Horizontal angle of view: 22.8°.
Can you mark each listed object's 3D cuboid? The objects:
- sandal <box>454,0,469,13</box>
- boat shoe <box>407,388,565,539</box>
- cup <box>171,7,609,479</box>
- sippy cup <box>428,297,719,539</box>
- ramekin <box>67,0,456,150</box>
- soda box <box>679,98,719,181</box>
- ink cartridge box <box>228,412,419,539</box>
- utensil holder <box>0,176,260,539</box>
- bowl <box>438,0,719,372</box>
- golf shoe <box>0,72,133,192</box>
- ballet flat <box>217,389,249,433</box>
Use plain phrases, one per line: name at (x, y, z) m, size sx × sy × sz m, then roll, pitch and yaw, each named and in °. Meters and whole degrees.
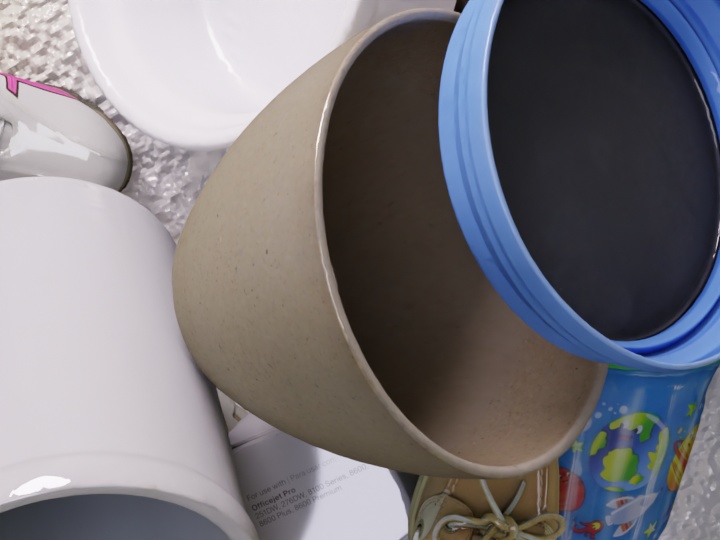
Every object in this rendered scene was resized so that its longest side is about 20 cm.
sandal at (0.088, -0.101, 0.934) m, size 0.199 × 0.054 × 0.081 m, roll 35°, pitch 98°, yaw -13°
boat shoe at (0.054, 0.156, 0.826) m, size 0.073 × 0.063 × 0.201 m, roll 10°, pitch 90°, yaw -6°
cup at (0.000, 0.000, 0.796) m, size 0.143 × 0.200 × 0.201 m, roll -14°, pitch 97°, yaw 42°
sippy cup at (0.116, 0.072, 0.912) m, size 0.177 × 0.140 × 0.131 m, roll 10°, pitch 106°, yaw 12°
ramekin at (-0.045, -0.158, 0.885) m, size 0.200 × 0.097 × 0.202 m, roll 0°, pitch 90°, yaw 38°
soda box at (0.158, -0.048, 0.890) m, size 0.199 × 0.068 × 0.064 m, roll 28°, pitch 95°, yaw -13°
ink cartridge box at (0.014, 0.152, 0.932) m, size 0.084 × 0.145 × 0.201 m, roll -25°, pitch 94°, yaw 10°
utensil holder at (-0.145, 0.080, 0.834) m, size 0.169 × 0.201 × 0.171 m, roll -10°, pitch 135°, yaw -10°
bowl at (0.115, -0.054, 0.782) m, size 0.039 × 0.200 × 0.202 m, roll -15°, pitch 98°, yaw 50°
golf shoe at (-0.222, -0.078, 0.963) m, size 0.199 × 0.092 × 0.073 m, roll 19°, pitch 99°, yaw 4°
ballet flat at (-0.073, 0.118, 0.992) m, size 0.063 × 0.069 × 0.201 m, roll -22°, pitch 98°, yaw -17°
